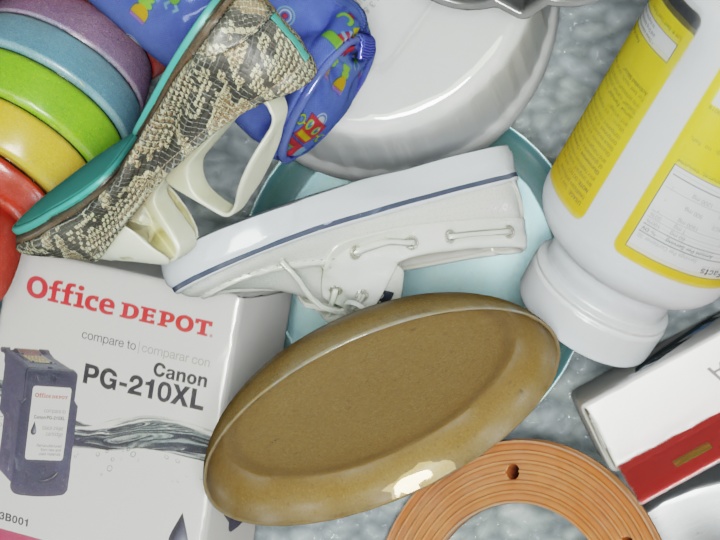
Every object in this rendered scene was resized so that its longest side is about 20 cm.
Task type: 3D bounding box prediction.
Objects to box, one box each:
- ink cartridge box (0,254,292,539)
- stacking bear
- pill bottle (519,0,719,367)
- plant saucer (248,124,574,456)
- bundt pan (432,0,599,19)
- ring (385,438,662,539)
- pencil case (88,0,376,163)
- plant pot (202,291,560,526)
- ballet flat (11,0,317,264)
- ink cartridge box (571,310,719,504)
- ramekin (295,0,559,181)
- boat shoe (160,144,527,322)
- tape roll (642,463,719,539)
[{"bbox_3d":[-0.129,0.093,1.017,0.143,0.084,0.202,11,96,17],"label":"ink cartridge box"},{"bbox_3d":[-0.187,-0.066,0.967,0.113,0.121,0.201,29,69,-5],"label":"stacking bear"},{"bbox_3d":[0.162,-0.053,0.941,0.111,0.112,0.201,30,117,1],"label":"pill bottle"},{"bbox_3d":[0.030,0.003,1.041,0.198,0.027,0.203,0,95,3],"label":"plant saucer"},{"bbox_3d":[0.069,-0.224,0.851,0.199,0.076,0.203,8,132,9],"label":"bundt pan"},{"bbox_3d":[0.088,0.194,1.007,0.199,0.019,0.203,-8,77,37],"label":"ring"},{"bbox_3d":[-0.081,-0.144,0.898,0.200,0.078,0.087,41,107,7],"label":"pencil case"},{"bbox_3d":[0.008,0.069,0.954,0.199,0.200,0.028,-29,61,6],"label":"plant pot"},{"bbox_3d":[-0.090,-0.048,0.864,0.075,0.068,0.200,42,126,-8],"label":"ballet flat"},{"bbox_3d":[0.210,0.043,0.951,0.199,0.176,0.045,-29,90,3],"label":"ink cartridge box"},{"bbox_3d":[0.007,-0.153,0.978,0.198,0.098,0.203,-1,84,6],"label":"ramekin"},{"bbox_3d":[-0.001,0.000,0.948,0.200,0.074,0.087,-16,89,-25],"label":"boat shoe"},{"bbox_3d":[0.214,0.209,1.025,0.198,0.066,0.203,0,95,5],"label":"tape roll"}]
